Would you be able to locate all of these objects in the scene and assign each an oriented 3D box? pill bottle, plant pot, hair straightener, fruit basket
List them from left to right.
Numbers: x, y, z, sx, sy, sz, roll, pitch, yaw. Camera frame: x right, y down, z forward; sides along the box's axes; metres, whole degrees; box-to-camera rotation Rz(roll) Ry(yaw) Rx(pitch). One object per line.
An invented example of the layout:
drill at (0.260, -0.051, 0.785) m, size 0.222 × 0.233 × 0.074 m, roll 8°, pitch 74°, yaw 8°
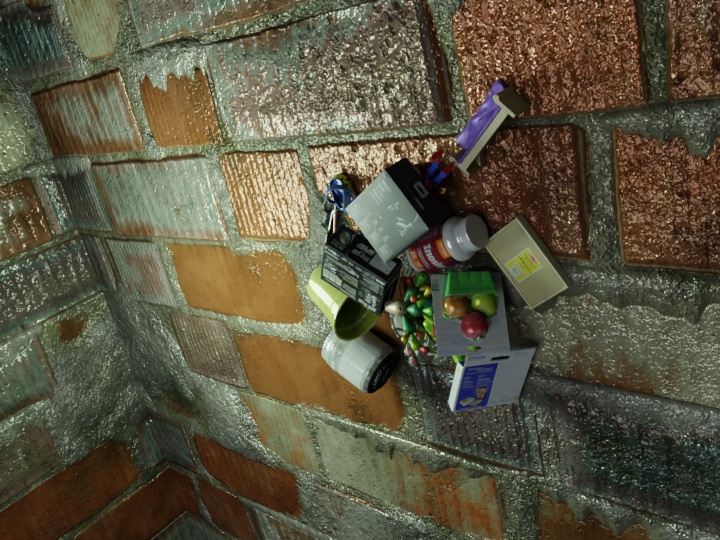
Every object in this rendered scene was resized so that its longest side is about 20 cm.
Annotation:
hair straightener at (-0.099, -0.130, 1.925) m, size 0.076 × 0.041 × 0.203 m, roll 23°, pitch 128°, yaw 32°
plant pot at (-0.056, 0.074, 1.916) m, size 0.184 × 0.199 × 0.203 m, roll 37°, pitch 135°, yaw 36°
pill bottle at (0.215, -0.068, 1.615) m, size 0.199 × 0.113 × 0.114 m, roll -23°, pitch 98°, yaw 47°
fruit basket at (0.266, 0.106, 1.587) m, size 0.094 × 0.182 × 0.203 m, roll 122°, pitch 145°, yaw -78°

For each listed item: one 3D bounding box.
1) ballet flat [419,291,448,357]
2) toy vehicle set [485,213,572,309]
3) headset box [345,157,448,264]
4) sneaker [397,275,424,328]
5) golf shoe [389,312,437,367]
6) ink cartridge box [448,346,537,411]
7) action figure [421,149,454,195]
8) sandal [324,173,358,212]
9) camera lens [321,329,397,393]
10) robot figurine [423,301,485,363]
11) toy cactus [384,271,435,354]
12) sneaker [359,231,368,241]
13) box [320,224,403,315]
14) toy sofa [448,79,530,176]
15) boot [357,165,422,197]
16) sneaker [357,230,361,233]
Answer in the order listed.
ballet flat at (0.221, 0.141, 1.781) m, size 0.070 × 0.067 × 0.202 m, roll -19°, pitch 101°, yaw 22°
toy vehicle set at (0.394, -0.019, 1.541) m, size 0.201 × 0.026 × 0.124 m, roll 54°, pitch 138°, yaw 4°
headset box at (0.088, -0.144, 1.550) m, size 0.175 × 0.092 × 0.200 m, roll 52°, pitch 139°, yaw 3°
sneaker at (0.129, 0.111, 1.831) m, size 0.076 × 0.073 × 0.203 m, roll 3°, pitch 116°, yaw 38°
golf shoe at (0.145, 0.167, 1.776) m, size 0.087 × 0.077 × 0.202 m, roll -19°, pitch 109°, yaw 24°
ink cartridge box at (0.333, 0.267, 1.655) m, size 0.047 × 0.194 × 0.202 m, roll -116°, pitch 27°, yaw -53°
action figure at (0.156, -0.208, 1.557) m, size 0.066 × 0.099 × 0.200 m, roll 52°, pitch 170°, yaw 8°
sandal at (-0.029, -0.179, 1.795) m, size 0.200 × 0.087 × 0.080 m, roll 43°, pitch 125°, yaw 13°
camera lens at (0.000, 0.264, 1.978) m, size 0.199 × 0.159 × 0.162 m, roll 33°, pitch 133°, yaw 24°
robot figurine at (0.252, 0.136, 1.677) m, size 0.174 × 0.115 × 0.203 m, roll -22°, pitch 75°, yaw 22°
toy cactus at (0.124, 0.105, 1.662) m, size 0.164 × 0.101 × 0.203 m, roll 5°, pitch 103°, yaw 46°
sneaker at (0.073, -0.124, 1.695) m, size 0.114 × 0.076 × 0.201 m, roll 24°, pitch 124°, yaw -15°
box at (0.000, 0.000, 1.726) m, size 0.198 × 0.086 × 0.165 m, roll 31°, pitch 146°, yaw 15°
toy sofa at (0.273, -0.315, 1.437) m, size 0.098 × 0.083 × 0.201 m, roll 46°, pitch 137°, yaw 10°
boot at (0.071, -0.203, 1.675) m, size 0.199 × 0.107 × 0.076 m, roll -29°, pitch 84°, yaw 44°
sneaker at (0.009, -0.070, 1.850) m, size 0.198 × 0.076 × 0.079 m, roll -7°, pitch 129°, yaw 44°
